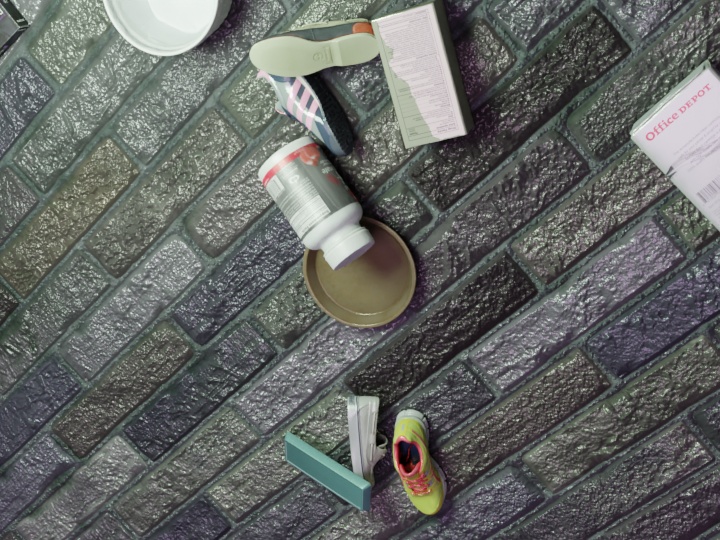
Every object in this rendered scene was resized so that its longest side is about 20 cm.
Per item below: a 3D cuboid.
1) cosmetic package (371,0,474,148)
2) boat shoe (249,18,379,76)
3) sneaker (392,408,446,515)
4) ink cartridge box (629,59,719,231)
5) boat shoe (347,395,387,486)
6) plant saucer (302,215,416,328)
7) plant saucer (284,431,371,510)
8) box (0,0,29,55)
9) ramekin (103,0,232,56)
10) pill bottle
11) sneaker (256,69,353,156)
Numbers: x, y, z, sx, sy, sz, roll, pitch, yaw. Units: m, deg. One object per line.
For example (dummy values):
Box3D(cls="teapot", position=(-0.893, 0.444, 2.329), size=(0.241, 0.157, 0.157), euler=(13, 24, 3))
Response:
Box3D(cls="cosmetic package", position=(0.096, -0.298, 1.537), size=(0.103, 0.073, 0.201), euler=(-10, 107, 20))
Box3D(cls="boat shoe", position=(-0.070, -0.345, 1.545), size=(0.198, 0.063, 0.071), euler=(-8, 138, 0))
Box3D(cls="sneaker", position=(0.094, 0.351, 1.779), size=(0.078, 0.090, 0.201), euler=(-12, 108, 19))
Box3D(cls="ink cartridge box", position=(0.506, -0.178, 1.450), size=(0.200, 0.083, 0.145), euler=(46, 116, -3))
Box3D(cls="boat shoe", position=(0.016, 0.309, 1.802), size=(0.065, 0.072, 0.201), euler=(-4, 111, 3))
Box3D(cls="plant saucer", position=(0.000, 0.000, 1.707), size=(0.199, 0.029, 0.201), euler=(6, 113, 15))
Box3D(cls="plant saucer", position=(-0.063, 0.363, 1.825), size=(0.199, 0.019, 0.070), euler=(27, 133, 31))
Box3D(cls="box", position=(-0.680, -0.453, 1.739), size=(0.143, 0.036, 0.200), euler=(-36, 98, 26))
Box3D(cls="ramekin", position=(-0.293, -0.445, 1.584), size=(0.199, 0.105, 0.202), euler=(6, 113, 15))
Box3D(cls="pill bottle", position=(-0.066, -0.104, 1.620), size=(0.111, 0.111, 0.201), euler=(-38, 83, 26))
Box3D(cls="sneaker", position=(-0.087, -0.258, 1.617), size=(0.082, 0.070, 0.201), euler=(-30, 92, 30))
